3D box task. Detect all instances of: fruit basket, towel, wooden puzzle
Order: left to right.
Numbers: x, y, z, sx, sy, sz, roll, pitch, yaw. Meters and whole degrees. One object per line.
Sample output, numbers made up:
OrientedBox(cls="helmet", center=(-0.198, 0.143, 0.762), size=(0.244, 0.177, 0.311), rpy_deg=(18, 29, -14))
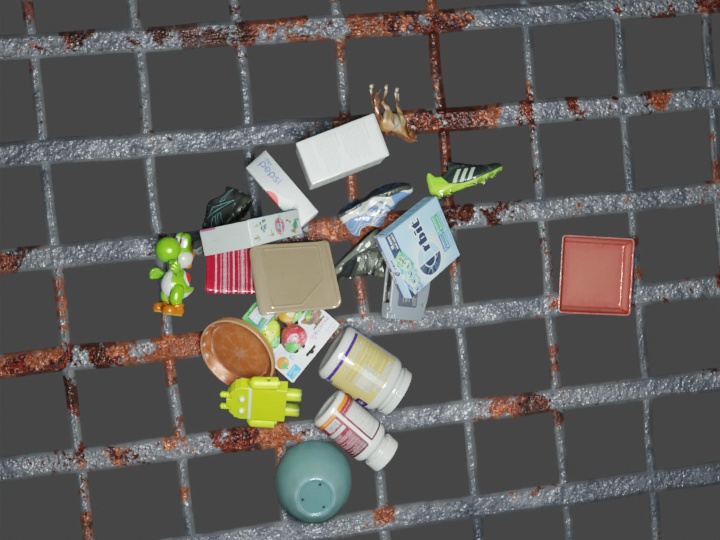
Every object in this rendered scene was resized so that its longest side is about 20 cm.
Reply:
OrientedBox(cls="towel", center=(-0.280, -0.008, 1.723), size=(0.197, 0.023, 0.146), rpy_deg=(0, 58, -7))
OrientedBox(cls="fruit basket", center=(-0.183, 0.139, 1.727), size=(0.200, 0.094, 0.186), rpy_deg=(40, 88, 12))
OrientedBox(cls="wooden puzzle", center=(-0.159, 0.018, 1.701), size=(0.197, 0.037, 0.187), rpy_deg=(-6, 62, -14))

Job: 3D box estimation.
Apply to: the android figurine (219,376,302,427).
OrientedBox(cls="android figurine", center=(-0.243, 0.319, 1.721), size=(0.197, 0.041, 0.183), rpy_deg=(5, 132, -9))

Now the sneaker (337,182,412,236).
OrientedBox(cls="sneaker", center=(0.044, -0.158, 1.772), size=(0.198, 0.076, 0.078), rpy_deg=(-27, 107, 1))

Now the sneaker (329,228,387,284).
OrientedBox(cls="sneaker", center=(0.000, 0.000, 1.762), size=(0.199, 0.076, 0.114), rpy_deg=(-41, 95, -4))

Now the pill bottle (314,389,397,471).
OrientedBox(cls="pill bottle", center=(-0.009, 0.401, 1.757), size=(0.200, 0.110, 0.110), rpy_deg=(42, 87, -6))

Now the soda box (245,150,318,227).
OrientedBox(cls="soda box", center=(-0.193, -0.197, 1.742), size=(0.068, 0.063, 0.200), rpy_deg=(-41, 95, -3))

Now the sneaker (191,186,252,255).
OrientedBox(cls="sneaker", center=(-0.350, -0.122, 1.718), size=(0.079, 0.076, 0.200), rpy_deg=(36, 66, 5))

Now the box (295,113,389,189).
OrientedBox(cls="box", center=(-0.048, -0.285, 1.711), size=(0.198, 0.152, 0.107), rpy_deg=(-22, 93, -6))

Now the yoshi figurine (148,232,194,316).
OrientedBox(cls="yoshi figurine", center=(-0.463, 0.004, 1.700), size=(0.111, 0.112, 0.203), rpy_deg=(9, 88, 0))

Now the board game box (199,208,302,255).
OrientedBox(cls="board game box", center=(-0.253, -0.091, 1.647), size=(0.146, 0.199, 0.065), rpy_deg=(-7, 98, 30))

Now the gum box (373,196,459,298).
OrientedBox(cls="gum box", center=(0.143, -0.059, 1.729), size=(0.199, 0.044, 0.171), rpy_deg=(-38, 114, -31))

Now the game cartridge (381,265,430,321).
OrientedBox(cls="game cartridge", center=(0.119, 0.024, 1.765), size=(0.132, 0.041, 0.203), rpy_deg=(9, 87, -44))

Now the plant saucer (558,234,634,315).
OrientedBox(cls="plant saucer", center=(0.612, 0.013, 1.849), size=(0.197, 0.037, 0.203), rpy_deg=(3, 92, -6))

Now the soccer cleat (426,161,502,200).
OrientedBox(cls="soccer cleat", center=(0.264, -0.247, 1.792), size=(0.198, 0.068, 0.082), rpy_deg=(-20, 81, -5))

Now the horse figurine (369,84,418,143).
OrientedBox(cls="horse figurine", center=(0.074, -0.384, 1.726), size=(0.049, 0.199, 0.134), rpy_deg=(-6, 90, 30))

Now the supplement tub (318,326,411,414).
OrientedBox(cls="supplement tub", center=(0.012, 0.249, 1.737), size=(0.199, 0.145, 0.146), rpy_deg=(34, 88, -6))

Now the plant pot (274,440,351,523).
OrientedBox(cls="plant pot", center=(-0.113, 0.537, 1.737), size=(0.197, 0.135, 0.203), rpy_deg=(0, 92, -7))

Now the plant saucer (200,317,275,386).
OrientedBox(cls="plant saucer", center=(-0.296, 0.201, 1.714), size=(0.198, 0.032, 0.202), rpy_deg=(11, 120, 18))
